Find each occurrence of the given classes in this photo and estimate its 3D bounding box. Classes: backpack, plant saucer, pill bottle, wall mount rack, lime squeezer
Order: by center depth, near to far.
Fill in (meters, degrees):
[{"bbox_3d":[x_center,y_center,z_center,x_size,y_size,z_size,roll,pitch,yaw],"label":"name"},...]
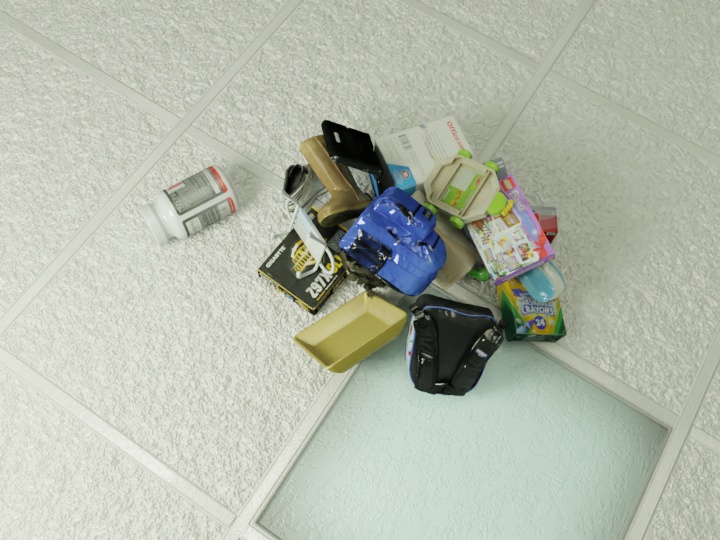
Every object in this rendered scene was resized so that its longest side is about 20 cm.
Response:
[{"bbox_3d":[0.082,-0.055,1.474,0.200,0.168,0.163,39,30,-1],"label":"backpack"},{"bbox_3d":[0.173,0.153,1.479,0.198,0.154,0.192,13,103,-2],"label":"backpack"},{"bbox_3d":[-0.018,0.134,1.500,0.199,0.200,0.049,-32,115,-15],"label":"plant saucer"},{"bbox_3d":[-0.125,-0.080,1.518,0.074,0.174,0.201,-23,66,-29],"label":"wall mount rack"},{"bbox_3d":[-0.382,-0.142,1.618,0.199,0.116,0.116,-29,70,-15],"label":"pill bottle"},{"bbox_3d":[0.260,-0.017,1.635,0.199,0.038,0.071,21,66,8],"label":"lime squeezer"}]

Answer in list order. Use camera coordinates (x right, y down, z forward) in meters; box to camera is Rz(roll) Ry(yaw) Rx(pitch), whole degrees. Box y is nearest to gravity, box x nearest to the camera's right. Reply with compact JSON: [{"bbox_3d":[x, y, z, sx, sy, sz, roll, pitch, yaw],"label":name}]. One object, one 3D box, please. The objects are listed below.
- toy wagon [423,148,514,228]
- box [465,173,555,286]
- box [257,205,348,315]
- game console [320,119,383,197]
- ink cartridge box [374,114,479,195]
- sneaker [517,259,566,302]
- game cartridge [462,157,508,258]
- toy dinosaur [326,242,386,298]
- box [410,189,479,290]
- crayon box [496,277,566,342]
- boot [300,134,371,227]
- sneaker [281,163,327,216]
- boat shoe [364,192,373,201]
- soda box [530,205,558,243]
[{"bbox_3d":[0.229,-0.161,1.518,0.199,0.040,0.156,30,80,26],"label":"toy wagon"},{"bbox_3d":[0.299,-0.085,1.515,0.136,0.039,0.201,-25,67,8],"label":"box"},{"bbox_3d":[-0.106,-0.023,1.615,0.159,0.049,0.200,35,69,11],"label":"box"},{"bbox_3d":[-0.014,-0.223,1.603,0.175,0.117,0.201,15,29,-20],"label":"game console"},{"bbox_3d":[0.146,-0.233,1.668,0.198,0.145,0.148,-18,67,-10],"label":"ink cartridge box"},{"bbox_3d":[0.363,-0.023,1.555,0.080,0.076,0.201,-7,63,-47],"label":"sneaker"},{"bbox_3d":[0.279,-0.131,1.596,0.132,0.041,0.201,-20,105,9],"label":"game cartridge"},{"bbox_3d":[0.000,0.000,1.560,0.199,0.102,0.077,22,100,-21],"label":"toy dinosaur"},{"bbox_3d":[0.156,-0.067,1.583,0.200,0.095,0.078,44,38,-1],"label":"box"},{"bbox_3d":[0.365,0.053,1.584,0.125,0.052,0.202,3,64,-20],"label":"crayon box"},{"bbox_3d":[-0.077,-0.198,1.590,0.175,0.066,0.201,-18,72,-54],"label":"boot"},{"bbox_3d":[-0.110,-0.222,1.667,0.075,0.116,0.201,31,68,12],"label":"sneaker"},{"bbox_3d":[0.039,-0.080,1.645,0.076,0.072,0.201,-34,64,1],"label":"boat shoe"},{"bbox_3d":[0.346,-0.108,1.667,0.198,0.064,0.071,3,65,-2],"label":"soda box"}]
